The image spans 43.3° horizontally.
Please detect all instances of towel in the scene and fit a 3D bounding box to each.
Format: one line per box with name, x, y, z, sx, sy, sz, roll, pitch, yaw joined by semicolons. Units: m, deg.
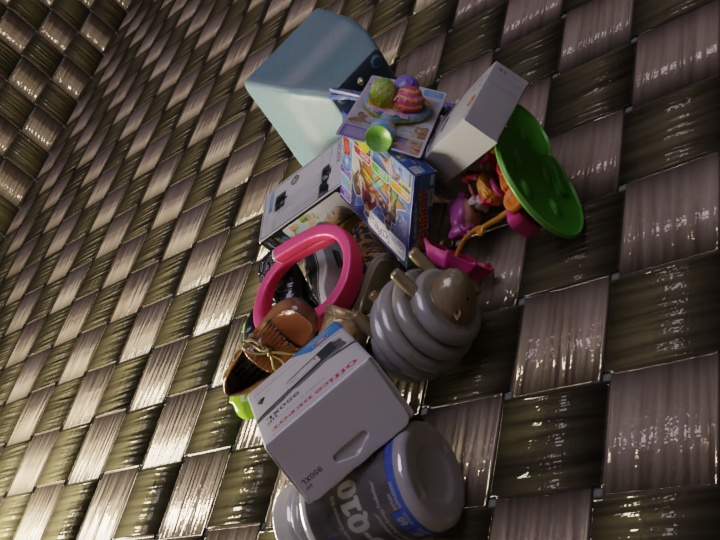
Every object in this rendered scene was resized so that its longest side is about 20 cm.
towel;0.066;-0.246;1.356;0.144;0.196;0.024;27;112;56

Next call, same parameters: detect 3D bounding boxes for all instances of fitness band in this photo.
fitness band;-0.075;0.017;1.242;0.198;0.037;0.147;-27;51;35

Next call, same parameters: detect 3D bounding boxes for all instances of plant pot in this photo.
plant pot;-0.031;-0.290;1.495;0.196;0.197;0.199;-48;35;-14

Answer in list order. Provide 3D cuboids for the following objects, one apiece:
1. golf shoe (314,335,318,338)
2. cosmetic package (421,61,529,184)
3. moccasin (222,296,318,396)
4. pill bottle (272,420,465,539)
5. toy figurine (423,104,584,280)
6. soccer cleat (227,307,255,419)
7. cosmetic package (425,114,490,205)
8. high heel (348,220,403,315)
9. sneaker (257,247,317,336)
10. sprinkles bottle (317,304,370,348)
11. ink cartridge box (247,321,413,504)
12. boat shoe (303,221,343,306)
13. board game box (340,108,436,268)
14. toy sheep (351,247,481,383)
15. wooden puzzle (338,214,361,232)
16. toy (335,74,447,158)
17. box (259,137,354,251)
golf shoe;-0.050;0.150;1.212;0.200;0.075;0.092;-46;54;5
cosmetic package;0.129;-0.171;1.085;0.084;0.050;0.200;-62;6;-13
moccasin;-0.123;0.104;1.185;0.200;0.074;0.078;-36;16;39
pill bottle;0.005;0.249;0.979;0.198;0.113;0.115;-30;36;31
toy figurine;0.151;-0.077;1.109;0.183;0.148;0.203;-39;41;35
soccer cleat;-0.142;0.131;1.352;0.079;0.068;0.203;-13;46;20
cosmetic package;0.081;-0.162;1.290;0.198;0.103;0.088;17;69;50
high heel;0.000;0.000;1.279;0.141;0.072;0.201;-9;37;44
sneaker;-0.092;0.067;1.338;0.075;0.091;0.204;-19;63;19
sprinkles bottle;-0.042;0.148;1.140;0.068;0.067;0.204;11;82;56
ink cartridge box;-0.039;0.148;1.000;0.144;0.085;0.200;-40;13;-5
boat shoe;-0.043;0.020;1.324;0.064;0.069;0.203;-53;34;34
board game box;0.031;-0.114;1.211;0.034;0.138;0.200;-14;39;-24
toy sheep;0.068;0.064;1.073;0.200;0.136;0.140;-47;25;44
wooden puzzle;-0.011;-0.114;1.449;0.200;0.037;0.186;-47;32;8
toy;0.048;-0.223;1.199;0.202;0.113;0.048;-67;-10;-50
box;-0.068;-0.115;1.429;0.198;0.060;0.118;-31;38;32
